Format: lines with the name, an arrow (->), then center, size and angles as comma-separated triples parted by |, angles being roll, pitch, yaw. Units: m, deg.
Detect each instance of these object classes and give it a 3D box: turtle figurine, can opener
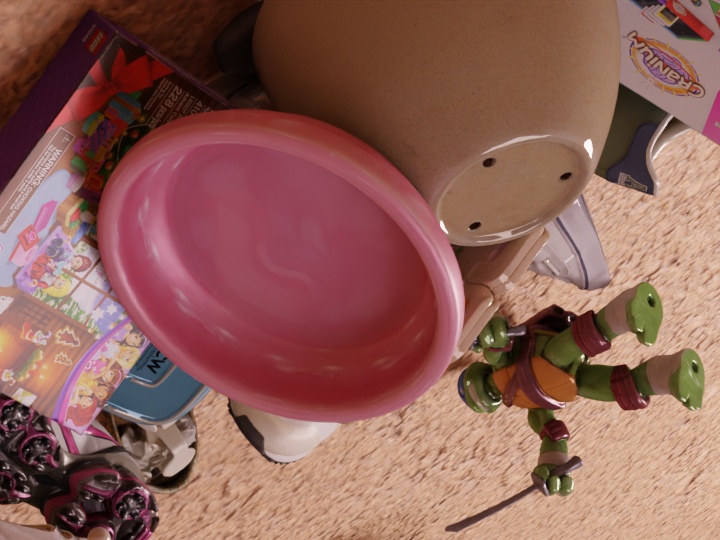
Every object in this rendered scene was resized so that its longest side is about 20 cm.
turtle figurine -> 0.135, 0.094, 1.960 | 0.194, 0.144, 0.200 | -20, 174, 34
can opener -> -0.100, -0.092, 1.518 | 0.200, 0.053, 0.067 | -32, 120, -13

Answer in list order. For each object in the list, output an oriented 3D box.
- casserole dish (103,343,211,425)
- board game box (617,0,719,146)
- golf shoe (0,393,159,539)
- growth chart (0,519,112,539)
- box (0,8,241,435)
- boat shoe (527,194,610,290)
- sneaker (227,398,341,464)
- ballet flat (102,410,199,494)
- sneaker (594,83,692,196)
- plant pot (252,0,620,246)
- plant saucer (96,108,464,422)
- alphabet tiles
casserole dish -> -0.114, 0.021, 1.623 | 0.121, 0.039, 0.200 | 26, 120, -26
board game box -> 0.219, -0.155, 1.551 | 0.040, 0.153, 0.200 | -57, 178, -34
golf shoe -> -0.209, 0.102, 1.663 | 0.073, 0.092, 0.200 | -41, 131, 7
growth chart -> -0.223, 0.163, 1.660 | 0.145, 0.200, 0.018 | 81, 25, -67
box -> -0.148, -0.023, 1.464 | 0.137, 0.039, 0.200 | 32, 96, -39
boat shoe -> 0.127, -0.028, 1.878 | 0.066, 0.072, 0.200 | -20, 163, 6
sneaker -> -0.010, 0.061, 1.821 | 0.093, 0.070, 0.200 | -47, 167, 32
ballet flat -> -0.135, 0.085, 1.738 | 0.071, 0.071, 0.200 | -30, 153, -14
sneaker -> 0.211, -0.128, 1.683 | 0.200, 0.090, 0.067 | -46, 162, -9
plant pot -> 0.056, -0.093, 1.447 | 0.200, 0.135, 0.200 | -15, 148, -10
plant saucer -> -0.037, -0.009, 1.420 | 0.201, 0.200, 0.051 | 114, 2, -46
alphabet tiles -> 0.024, 0.007, 1.544 | 0.015, 0.200, 0.196 | 45, 70, -25
